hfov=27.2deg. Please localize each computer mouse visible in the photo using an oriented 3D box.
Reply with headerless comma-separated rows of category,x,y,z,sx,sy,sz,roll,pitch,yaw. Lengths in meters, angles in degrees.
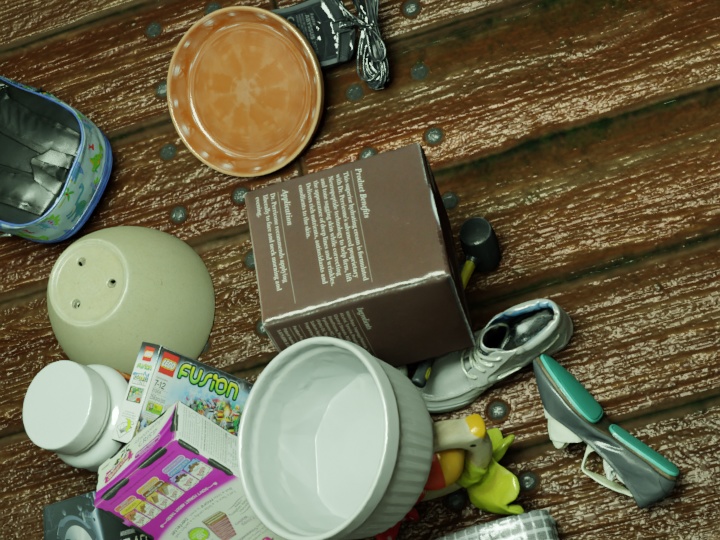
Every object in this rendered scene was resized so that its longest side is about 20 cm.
computer mouse,-0.060,-0.275,1.796,0.197,0.053,0.140,-8,98,18

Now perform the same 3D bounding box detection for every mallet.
mallet,0.105,0.041,1.651,0.041,0.066,0.202,16,74,25

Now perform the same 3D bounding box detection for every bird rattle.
bird rattle,0.071,0.207,1.578,0.197,0.164,0.114,-9,53,0

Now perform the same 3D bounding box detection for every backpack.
backpack,-0.404,-0.127,1.813,0.198,0.147,0.185,19,80,24

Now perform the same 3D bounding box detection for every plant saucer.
plant saucer,-0.136,-0.214,1.786,0.197,0.032,0.203,3,100,17

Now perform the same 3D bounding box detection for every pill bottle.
pill bottle,-0.276,0.170,1.658,0.113,0.200,0.116,-10,69,26

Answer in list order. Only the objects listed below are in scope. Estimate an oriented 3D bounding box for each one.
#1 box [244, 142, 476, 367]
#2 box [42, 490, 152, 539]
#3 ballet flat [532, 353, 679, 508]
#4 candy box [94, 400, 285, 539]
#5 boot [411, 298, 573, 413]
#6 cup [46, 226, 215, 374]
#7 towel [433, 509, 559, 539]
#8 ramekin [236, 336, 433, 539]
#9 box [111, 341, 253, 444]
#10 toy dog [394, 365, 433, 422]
box,0.000,0.000,1.562,0.197,0.165,0.168,-14,58,7
box,-0.276,0.326,1.665,0.199,0.043,0.162,-20,69,39
ballet flat,0.245,0.177,1.581,0.200,0.073,0.073,42,89,13
candy box,-0.159,0.237,1.565,0.136,0.199,0.061,-39,31,26
boot,0.134,0.087,1.623,0.198,0.096,0.074,-30,69,7
cup,-0.286,0.032,1.738,0.197,0.143,0.203,-4,75,15
towel,0.125,0.354,1.560,0.198,0.086,0.168,-18,70,11
ramekin,-0.019,0.175,1.493,0.198,0.104,0.203,-13,69,37
box,-0.176,0.161,1.642,0.034,0.199,0.111,7,76,43
toy dog,-0.028,0.170,1.652,0.199,0.132,0.096,-35,37,-3
